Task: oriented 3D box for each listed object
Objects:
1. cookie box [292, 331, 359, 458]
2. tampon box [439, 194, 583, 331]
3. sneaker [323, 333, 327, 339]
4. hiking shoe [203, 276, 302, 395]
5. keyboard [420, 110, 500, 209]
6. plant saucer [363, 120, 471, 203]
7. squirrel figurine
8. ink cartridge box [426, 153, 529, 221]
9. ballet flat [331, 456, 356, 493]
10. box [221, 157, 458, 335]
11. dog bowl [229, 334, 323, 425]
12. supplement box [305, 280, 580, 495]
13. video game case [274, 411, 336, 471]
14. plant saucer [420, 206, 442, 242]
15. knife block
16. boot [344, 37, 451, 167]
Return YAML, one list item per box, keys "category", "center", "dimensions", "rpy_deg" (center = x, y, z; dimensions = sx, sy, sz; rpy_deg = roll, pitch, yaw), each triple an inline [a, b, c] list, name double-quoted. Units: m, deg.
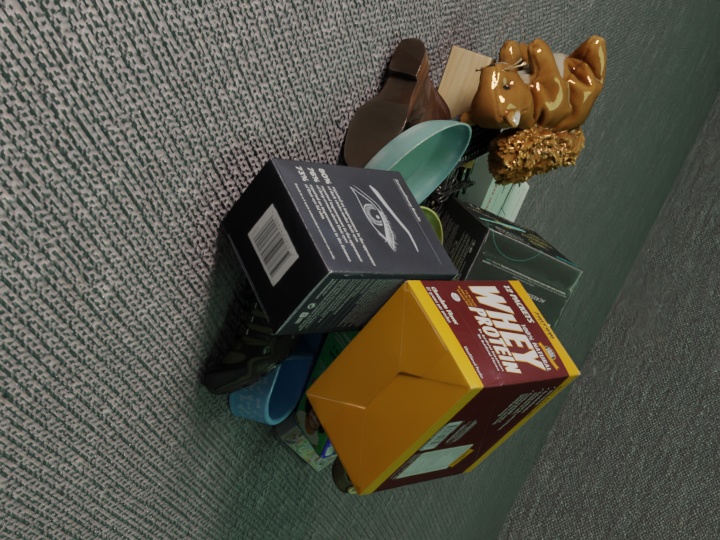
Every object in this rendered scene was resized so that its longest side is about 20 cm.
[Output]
- category: "cookie box"
  center: [0.024, 0.120, 1.257]
  dimensions: [0.170, 0.075, 0.201]
  rpy_deg: [-14, 139, -40]
- category: "tampon box"
  center: [0.181, 0.002, 1.369]
  dimensions: [0.127, 0.149, 0.200]
  rpy_deg: [-65, -165, 11]
- category: "sneaker"
  center: [0.000, 0.000, 1.335]
  dimensions: [0.200, 0.074, 0.088]
  rpy_deg: [-48, 163, -15]
- category: "hiking shoe"
  center: [-0.108, 0.053, 1.136]
  dimensions: [0.199, 0.101, 0.076]
  rpy_deg: [-40, -178, -6]
- category: "keyboard"
  center: [0.141, -0.156, 1.384]
  dimensions: [0.199, 0.020, 0.128]
  rpy_deg: [-29, 135, -49]
- category: "plant saucer"
  center: [0.049, -0.116, 1.225]
  dimensions: [0.199, 0.036, 0.200]
  rpy_deg: [-39, 166, -11]
- category: "squirrel figurine"
  center: [0.224, -0.207, 1.351]
  dimensions: [0.186, 0.141, 0.202]
  rpy_deg: [-28, 121, -42]
- category: "ink cartridge box"
  center: [0.188, -0.110, 1.610]
  dimensions: [0.148, 0.085, 0.200]
  rpy_deg: [-66, 159, -2]
- category: "ballet flat"
  center: [0.009, 0.226, 1.252]
  dimensions: [0.067, 0.046, 0.201]
  rpy_deg: [-20, 145, -30]
- category: "box"
  center: [-0.019, -0.023, 1.054]
  dimensions: [0.199, 0.149, 0.104]
  rpy_deg: [2, 141, -46]
- category: "dog bowl"
  center: [-0.092, 0.095, 1.226]
  dimensions: [0.111, 0.049, 0.202]
  rpy_deg: [1, 110, -66]
- category: "supplement box"
  center: [0.089, 0.123, 1.102]
  dimensions: [0.199, 0.133, 0.198]
  rpy_deg: [1, 139, -47]
- category: "video game case"
  center: [-0.009, 0.196, 1.424]
  dimensions: [0.199, 0.023, 0.182]
  rpy_deg: [-35, 151, -3]
- category: "plant saucer"
  center: [0.027, 0.005, 1.261]
  dimensions: [0.199, 0.031, 0.202]
  rpy_deg: [-33, 141, -32]
- category: "knife block"
  center: [0.124, -0.186, 1.423]
  dimensions: [0.176, 0.063, 0.201]
  rpy_deg: [-53, 153, -30]
- category: "boot"
  center: [0.055, -0.173, 1.298]
  dimensions: [0.188, 0.064, 0.200]
  rpy_deg: [-61, 161, -10]
